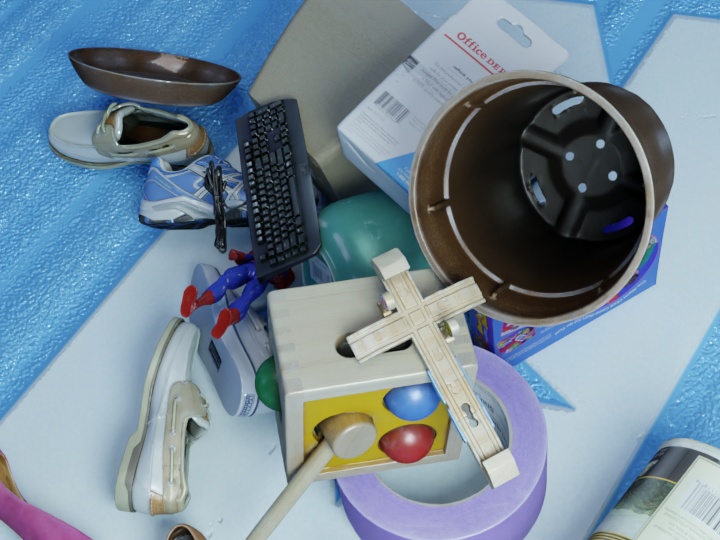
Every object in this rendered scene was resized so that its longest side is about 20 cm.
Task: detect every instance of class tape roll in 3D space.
[{"bbox_3d":[0.073,0.171,1.144,0.198,0.085,0.201,-3,56,5],"label":"tape roll"}]

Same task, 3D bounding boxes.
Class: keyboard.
[{"bbox_3d":[-0.104,-0.076,1.227,0.126,0.021,0.201,-27,53,21],"label":"keyboard"}]

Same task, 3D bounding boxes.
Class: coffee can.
[{"bbox_3d":[0.251,0.261,1.020,0.146,0.147,0.200,34,66,26],"label":"coffee can"}]

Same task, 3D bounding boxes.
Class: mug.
[{"bbox_3d":[0.005,0.007,1.224,0.114,0.185,0.153,-16,74,-23],"label":"mug"}]

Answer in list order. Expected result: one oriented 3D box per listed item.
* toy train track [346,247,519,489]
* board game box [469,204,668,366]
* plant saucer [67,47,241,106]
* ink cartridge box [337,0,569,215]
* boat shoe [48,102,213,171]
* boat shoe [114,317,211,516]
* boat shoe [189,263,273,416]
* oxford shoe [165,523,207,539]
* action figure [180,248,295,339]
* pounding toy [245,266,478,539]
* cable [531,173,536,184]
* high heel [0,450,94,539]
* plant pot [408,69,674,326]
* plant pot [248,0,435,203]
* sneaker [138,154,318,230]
[{"bbox_3d":[0.065,0.071,0.949,0.114,0.033,0.201,-25,77,-13],"label":"toy train track"},{"bbox_3d":[0.200,0.008,1.206,0.199,0.135,0.045,-28,57,-12],"label":"board game box"},{"bbox_3d":[-0.237,-0.222,1.426,0.199,0.035,0.200,8,17,-2],"label":"plant saucer"},{"bbox_3d":[0.089,-0.153,1.156,0.200,0.068,0.116,-44,73,-8],"label":"ink cartridge box"},{"bbox_3d":[-0.268,-0.160,1.413,0.198,0.069,0.075,5,62,12],"label":"boat shoe"},{"bbox_3d":[-0.179,0.143,1.209,0.068,0.075,0.201,8,65,6],"label":"boat shoe"},{"bbox_3d":[-0.124,0.071,1.257,0.065,0.074,0.201,2,43,-29],"label":"boat shoe"},{"bbox_3d":[-0.158,0.319,1.084,0.071,0.071,0.201,-9,57,0],"label":"oxford shoe"},{"bbox_3d":[-0.109,0.007,1.251,0.065,0.052,0.200,28,24,10],"label":"action figure"},{"bbox_3d":[-0.012,0.119,1.045,0.198,0.185,0.143,-8,54,-8],"label":"pounding toy"},{"bbox_3d":[0.134,-0.072,1.320,0.199,0.050,0.097,-36,60,-15],"label":"cable"},{"bbox_3d":[-0.312,0.212,1.172,0.095,0.067,0.201,-30,62,-1],"label":"high heel"},{"bbox_3d":[0.171,-0.076,1.040,0.199,0.202,0.198,22,22,21],"label":"plant pot"},{"bbox_3d":[0.000,-0.175,1.336,0.177,0.200,0.200,-41,60,-5],"label":"plant pot"},{"bbox_3d":[-0.144,-0.087,1.342,0.198,0.076,0.078,0,83,5],"label":"sneaker"}]
